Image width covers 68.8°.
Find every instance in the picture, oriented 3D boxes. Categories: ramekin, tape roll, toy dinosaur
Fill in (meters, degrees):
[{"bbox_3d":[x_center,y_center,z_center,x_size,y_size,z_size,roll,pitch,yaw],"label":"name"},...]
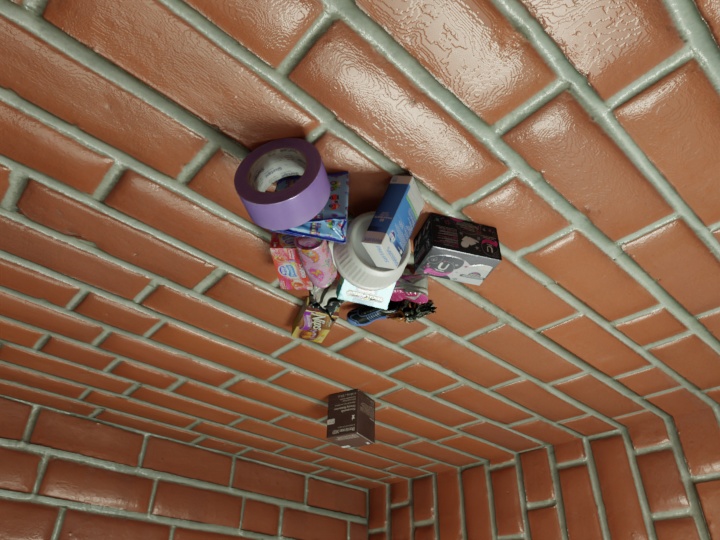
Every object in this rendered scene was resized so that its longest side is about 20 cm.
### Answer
[{"bbox_3d":[0.036,-0.056,1.332,0.200,0.205,0.094,12,160,-14],"label":"ramekin"},{"bbox_3d":[-0.171,-0.193,1.164,0.198,0.202,0.085,-5,143,10],"label":"tape roll"},{"bbox_3d":[0.165,0.129,1.655,0.102,0.200,0.136,45,135,6],"label":"toy dinosaur"}]

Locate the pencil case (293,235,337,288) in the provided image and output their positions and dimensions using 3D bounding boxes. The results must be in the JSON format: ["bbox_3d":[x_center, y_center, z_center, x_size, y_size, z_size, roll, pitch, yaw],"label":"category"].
[{"bbox_3d":[-0.112,-0.036,1.346,0.086,0.088,0.201,-3,150,7],"label":"pencil case"}]

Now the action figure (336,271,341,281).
[{"bbox_3d":[0.000,0.000,1.518,0.198,0.066,0.052,-6,178,-6],"label":"action figure"}]

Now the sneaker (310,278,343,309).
[{"bbox_3d":[-0.044,0.051,1.559,0.198,0.080,0.074,-24,153,-9],"label":"sneaker"}]

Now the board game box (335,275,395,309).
[{"bbox_3d":[0.031,-0.004,1.462,0.149,0.047,0.202,14,108,-15],"label":"board game box"}]

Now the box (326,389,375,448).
[{"bbox_3d":[-0.040,0.667,2.361,0.165,0.202,0.164,-17,140,24],"label":"box"}]

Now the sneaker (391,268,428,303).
[{"bbox_3d":[0.125,0.040,1.583,0.198,0.089,0.081,7,154,34],"label":"sneaker"}]

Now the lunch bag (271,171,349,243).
[{"bbox_3d":[-0.128,-0.156,1.255,0.198,0.152,0.094,3,145,-2],"label":"lunch bag"}]

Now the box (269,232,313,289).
[{"bbox_3d":[-0.185,-0.037,1.472,0.098,0.096,0.201,1,145,3],"label":"box"}]

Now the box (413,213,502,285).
[{"bbox_3d":[0.256,-0.051,1.415,0.198,0.116,0.133,12,143,-13],"label":"box"}]

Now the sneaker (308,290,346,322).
[{"bbox_3d":[-0.065,0.096,1.612,0.198,0.141,0.078,3,146,0],"label":"sneaker"}]

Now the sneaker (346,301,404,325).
[{"bbox_3d":[0.046,0.127,1.720,0.198,0.071,0.078,-11,141,5],"label":"sneaker"}]

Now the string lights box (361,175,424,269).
[{"bbox_3d":[0.082,-0.116,1.254,0.058,0.201,0.103,10,152,32],"label":"string lights box"}]

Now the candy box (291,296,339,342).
[{"bbox_3d":[-0.156,0.171,1.797,0.115,0.057,0.200,14,144,-16],"label":"candy box"}]

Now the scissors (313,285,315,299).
[{"bbox_3d":[-0.124,-0.013,1.490,0.014,0.073,0.201,7,130,8],"label":"scissors"}]

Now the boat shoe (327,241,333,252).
[{"bbox_3d":[-0.069,-0.086,1.433,0.069,0.071,0.201,-20,139,-15],"label":"boat shoe"}]
